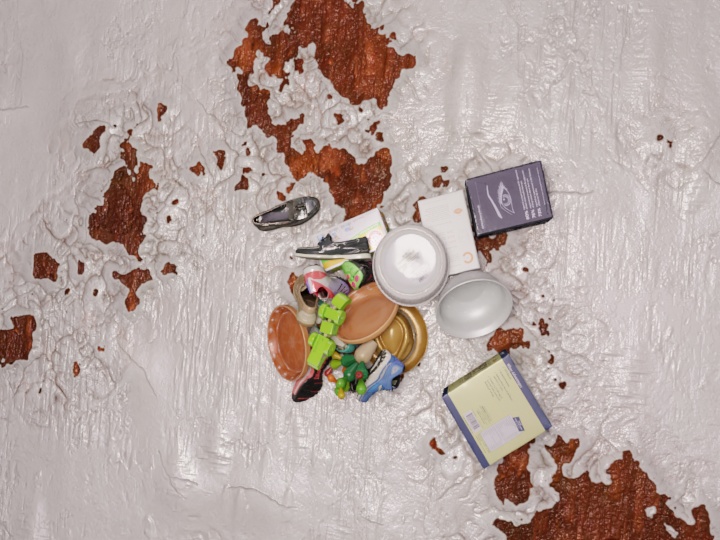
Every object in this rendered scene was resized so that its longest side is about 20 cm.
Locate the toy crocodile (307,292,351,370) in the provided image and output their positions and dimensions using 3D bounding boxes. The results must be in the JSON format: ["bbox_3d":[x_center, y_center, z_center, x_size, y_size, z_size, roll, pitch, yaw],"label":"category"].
[{"bbox_3d":[-0.081,0.153,1.478,0.066,0.062,0.205,17,84,27],"label":"toy crocodile"}]

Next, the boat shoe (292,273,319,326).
[{"bbox_3d":[-0.137,0.063,1.535,0.069,0.202,0.066,8,122,-16],"label":"boat shoe"}]

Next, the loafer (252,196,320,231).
[{"bbox_3d":[-0.208,-0.156,1.614,0.195,0.063,0.074,-18,85,9],"label":"loafer"}]

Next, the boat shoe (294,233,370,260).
[{"bbox_3d":[-0.071,-0.061,1.466,0.193,0.074,0.068,0,87,10],"label":"boat shoe"}]

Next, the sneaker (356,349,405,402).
[{"bbox_3d":[0.053,0.292,1.508,0.088,0.079,0.201,28,134,-6],"label":"sneaker"}]

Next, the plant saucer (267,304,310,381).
[{"bbox_3d":[-0.190,0.193,1.561,0.198,0.032,0.207,13,107,50],"label":"plant saucer"}]

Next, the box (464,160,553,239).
[{"bbox_3d":[0.376,-0.177,1.485,0.194,0.104,0.152,-12,86,10],"label":"box"}]

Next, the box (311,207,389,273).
[{"bbox_3d":[-0.017,-0.077,1.551,0.195,0.112,0.104,-22,85,8],"label":"box"}]

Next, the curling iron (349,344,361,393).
[{"bbox_3d":[-0.007,0.233,1.564,0.025,0.049,0.206,10,94,28],"label":"curling iron"}]

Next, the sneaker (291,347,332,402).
[{"bbox_3d":[-0.139,0.266,1.593,0.087,0.073,0.204,42,111,47],"label":"sneaker"}]

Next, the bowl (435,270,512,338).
[{"bbox_3d":[0.281,0.071,1.481,0.195,0.092,0.205,-3,129,-4],"label":"bowl"}]

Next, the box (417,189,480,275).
[{"bbox_3d":[0.230,-0.090,1.513,0.121,0.097,0.206,-12,85,9],"label":"box"}]

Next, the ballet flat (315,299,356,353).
[{"bbox_3d":[-0.089,0.146,1.577,0.200,0.070,0.068,44,96,9],"label":"ballet flat"}]

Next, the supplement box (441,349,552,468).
[{"bbox_3d":[0.338,0.341,1.457,0.197,0.134,0.203,-33,83,8],"label":"supplement box"}]

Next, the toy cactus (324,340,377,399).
[{"bbox_3d":[-0.023,0.241,1.484,0.102,0.199,0.166,40,82,-16],"label":"toy cactus"}]

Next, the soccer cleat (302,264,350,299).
[{"bbox_3d":[-0.086,0.049,1.516,0.067,0.199,0.075,-18,65,20],"label":"soccer cleat"}]

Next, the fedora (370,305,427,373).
[{"bbox_3d":[0.086,0.177,1.536,0.194,0.082,0.207,0,88,11],"label":"fedora"}]

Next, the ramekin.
[{"bbox_3d":[0.123,-0.017,1.418,0.194,0.105,0.207,-1,84,5],"label":"ramekin"}]

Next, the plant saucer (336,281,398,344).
[{"bbox_3d":[0.017,0.115,1.521,0.197,0.202,0.038,-29,124,9],"label":"plant saucer"}]

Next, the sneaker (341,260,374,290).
[{"bbox_3d":[0.000,0.000,1.502,0.083,0.200,0.078,-31,87,-1],"label":"sneaker"}]
